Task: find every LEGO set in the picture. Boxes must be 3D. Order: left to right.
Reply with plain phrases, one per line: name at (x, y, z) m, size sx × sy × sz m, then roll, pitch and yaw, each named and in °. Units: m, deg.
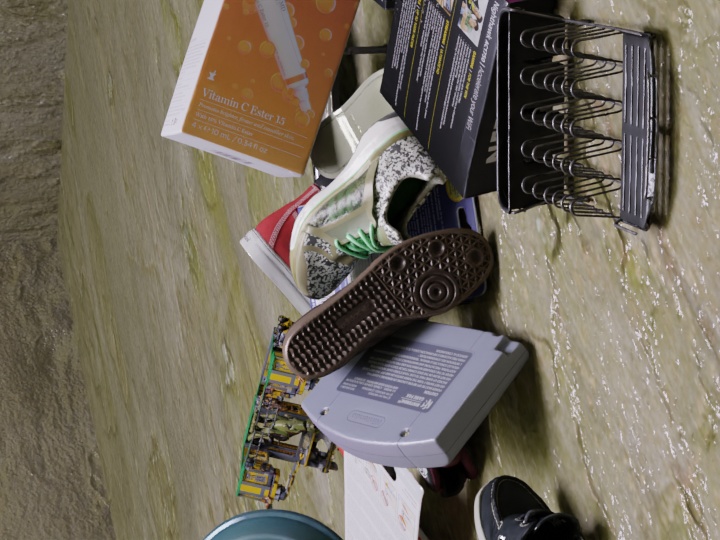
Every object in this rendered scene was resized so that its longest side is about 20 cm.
LEGO set at (-0.055, 0.157, 2.061) m, size 0.154 × 0.116 × 0.200 m, roll -101°, pitch 25°, yaw -76°

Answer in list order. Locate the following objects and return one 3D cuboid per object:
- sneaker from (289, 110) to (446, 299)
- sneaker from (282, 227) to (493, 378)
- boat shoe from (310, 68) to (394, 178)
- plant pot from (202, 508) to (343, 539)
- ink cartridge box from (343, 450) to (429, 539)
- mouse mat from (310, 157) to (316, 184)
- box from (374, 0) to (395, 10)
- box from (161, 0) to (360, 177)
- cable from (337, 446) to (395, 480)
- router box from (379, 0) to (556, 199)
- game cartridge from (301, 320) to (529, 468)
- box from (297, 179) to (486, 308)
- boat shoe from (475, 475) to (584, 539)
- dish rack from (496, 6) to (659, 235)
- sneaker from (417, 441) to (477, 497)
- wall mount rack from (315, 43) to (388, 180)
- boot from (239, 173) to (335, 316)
sneaker at (0.007, -0.042, 1.675) m, size 0.200 × 0.077 × 0.089 m, roll -56°, pitch 41°, yaw 26°
sneaker at (0.019, 0.022, 1.660) m, size 0.071 × 0.200 × 0.076 m, roll 61°, pitch -179°, yaw -6°
boat shoe at (0.034, -0.140, 1.752) m, size 0.199 × 0.066 × 0.075 m, roll -34°, pitch 82°, yaw 48°
plant pot at (-0.102, 0.369, 1.958) m, size 0.196 × 0.200 × 0.201 m, roll -62°, pitch -28°, yaw -75°
ink cartridge box at (0.037, 0.227, 1.818) m, size 0.162 × 0.050 × 0.200 m, roll -130°, pitch 34°, yaw -47°
mouse mat at (-0.045, -0.160, 2.028) m, size 0.161 × 0.008 × 0.201 m, roll 34°, pitch -132°, yaw -80°
box at (0.022, -0.355, 1.779) m, size 0.160 × 0.043 × 0.200 m, roll -128°, pitch 37°, yaw -63°
box at (-0.089, -0.200, 1.793) m, size 0.097 × 0.124 × 0.200 m, roll -172°, pitch 100°, yaw -73°
cable at (0.012, 0.220, 1.963) m, size 0.097 × 0.050 × 0.200 m, roll 107°, pitch 153°, yaw -47°
router box at (0.082, -0.180, 1.556) m, size 0.149 × 0.051 × 0.200 m, roll 55°, pitch 149°, yaw 37°
game cartridge at (0.039, 0.102, 1.626) m, size 0.042 × 0.133 × 0.200 m, roll 46°, pitch 160°, yaw -29°
box at (0.033, -0.018, 1.735) m, size 0.200 × 0.032 × 0.121 m, roll -13°, pitch 81°, yaw 40°
boat shoe at (0.142, 0.214, 1.455) m, size 0.200 × 0.074 × 0.066 m, roll -106°, pitch 32°, yaw -51°
dish rack at (0.154, -0.105, 1.371) m, size 0.200 × 0.054 × 0.154 m, roll -146°, pitch 52°, yaw -70°
sneaker at (0.056, 0.151, 1.764) m, size 0.200 × 0.076 × 0.116 m, roll 159°, pitch 88°, yaw -86°
wall mount rack at (-0.017, -0.163, 1.932) m, size 0.174 × 0.074 × 0.201 m, roll -161°, pitch 67°, yaw -69°
boot at (0.000, 0.000, 1.861) m, size 0.200 × 0.144 × 0.072 m, roll 51°, pitch 178°, yaw -20°
